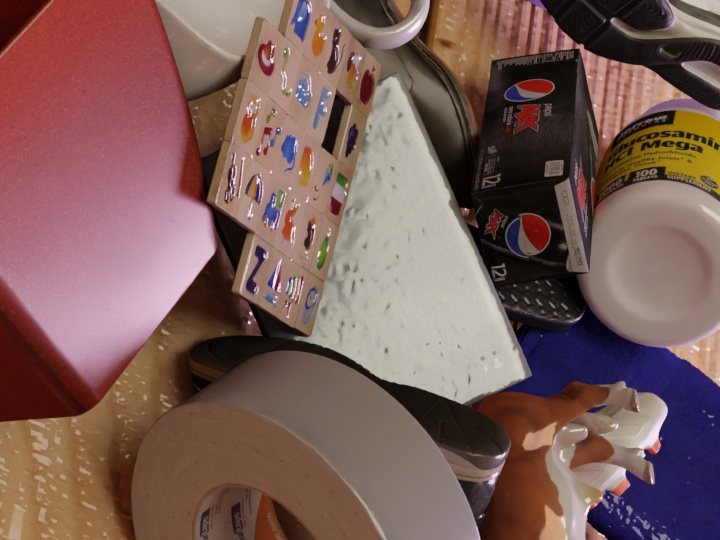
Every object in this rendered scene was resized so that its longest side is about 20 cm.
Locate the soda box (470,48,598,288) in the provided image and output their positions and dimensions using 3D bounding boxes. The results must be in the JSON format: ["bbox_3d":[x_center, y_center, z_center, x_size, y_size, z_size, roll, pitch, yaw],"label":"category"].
[{"bbox_3d":[0.113,-0.068,1.454,0.200,0.063,0.071,-75,153,-60],"label":"soda box"}]

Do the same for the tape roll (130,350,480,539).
[{"bbox_3d":[-0.031,0.147,1.228,0.066,0.200,0.202,-30,97,-42],"label":"tape roll"}]

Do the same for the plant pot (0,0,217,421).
[{"bbox_3d":[-0.190,-0.033,1.162,0.177,0.199,0.200,57,47,-27],"label":"plant pot"}]

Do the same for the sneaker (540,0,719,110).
[{"bbox_3d":[0.197,-0.199,1.563,0.200,0.076,0.116,30,46,-21],"label":"sneaker"}]

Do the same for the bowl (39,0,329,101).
[{"bbox_3d":[-0.126,-0.174,1.262,0.200,0.075,0.200,45,25,0],"label":"bowl"}]

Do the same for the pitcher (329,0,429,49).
[{"bbox_3d":[-0.031,-0.233,1.378,0.199,0.121,0.173,23,62,-3],"label":"pitcher"}]

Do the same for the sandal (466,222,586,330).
[{"bbox_3d":[0.054,0.001,1.454,0.199,0.045,0.076,18,58,-30],"label":"sandal"}]

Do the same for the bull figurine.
[{"bbox_3d":[0.110,0.156,1.311,0.065,0.120,0.202,57,26,-63],"label":"bull figurine"}]

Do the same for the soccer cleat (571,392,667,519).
[{"bbox_3d":[0.099,0.129,1.393,0.200,0.069,0.078,-39,91,-7],"label":"soccer cleat"}]

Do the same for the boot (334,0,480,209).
[{"bbox_3d":[0.001,-0.114,1.445,0.097,0.075,0.201,-29,94,-27],"label":"boot"}]

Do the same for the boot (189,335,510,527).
[{"bbox_3d":[-0.017,0.130,1.311,0.073,0.199,0.152,-35,138,-59],"label":"boot"}]

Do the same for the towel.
[{"bbox_3d":[0.172,0.110,1.487,0.200,0.050,0.148,38,54,2],"label":"towel"}]

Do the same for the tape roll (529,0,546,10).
[{"bbox_3d":[0.153,-0.285,1.627,0.199,0.065,0.202,15,66,-37],"label":"tape roll"}]

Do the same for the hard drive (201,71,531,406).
[{"bbox_3d":[0.000,0.000,1.374,0.139,0.033,0.201,-24,90,-12],"label":"hard drive"}]

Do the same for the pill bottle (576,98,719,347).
[{"bbox_3d":[0.209,-0.040,1.533,0.113,0.112,0.200,54,24,-14],"label":"pill bottle"}]

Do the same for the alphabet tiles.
[{"bbox_3d":[-0.037,-0.062,1.263,0.200,0.007,0.169,37,67,-70],"label":"alphabet tiles"}]
